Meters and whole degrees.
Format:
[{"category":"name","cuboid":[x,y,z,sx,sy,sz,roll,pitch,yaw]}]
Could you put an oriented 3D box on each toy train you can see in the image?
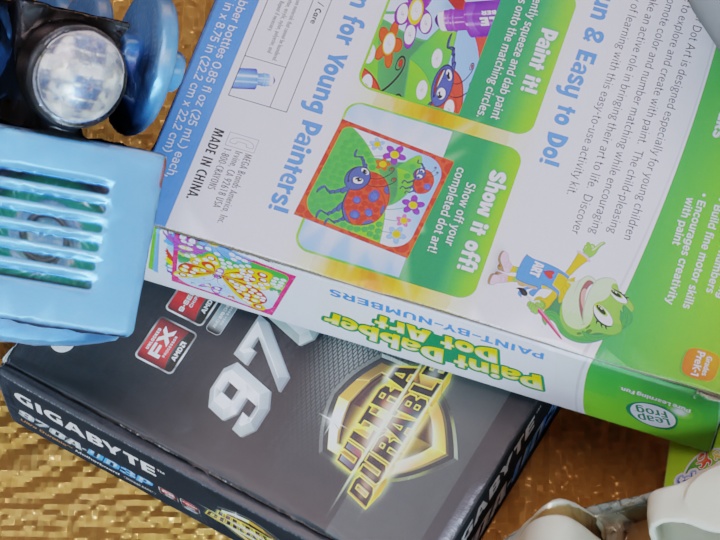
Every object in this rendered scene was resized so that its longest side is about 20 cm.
[{"category":"toy train","cuboid":[-0.121,-0.040,0.947,0.087,0.200,0.114,12,90,-23]}]

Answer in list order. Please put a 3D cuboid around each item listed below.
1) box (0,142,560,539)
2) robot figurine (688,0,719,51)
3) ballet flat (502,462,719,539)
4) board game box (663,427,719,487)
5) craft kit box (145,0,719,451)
[{"category":"box","cuboid":[0.000,0.000,0.994,0.159,0.046,0.200,28,66,14]},{"category":"robot figurine","cuboid":[0.176,-0.067,0.905,0.200,0.113,0.170,57,33,5]},{"category":"ballet flat","cuboid":[0.088,0.087,0.887,0.200,0.072,0.072,-19,59,29]},{"category":"board game box","cuboid":[0.180,0.107,0.882,0.200,0.045,0.135,-9,57,34]},{"category":"craft kit box","cuboid":[0.049,-0.061,0.976,0.197,0.049,0.200,16,62,10]}]
